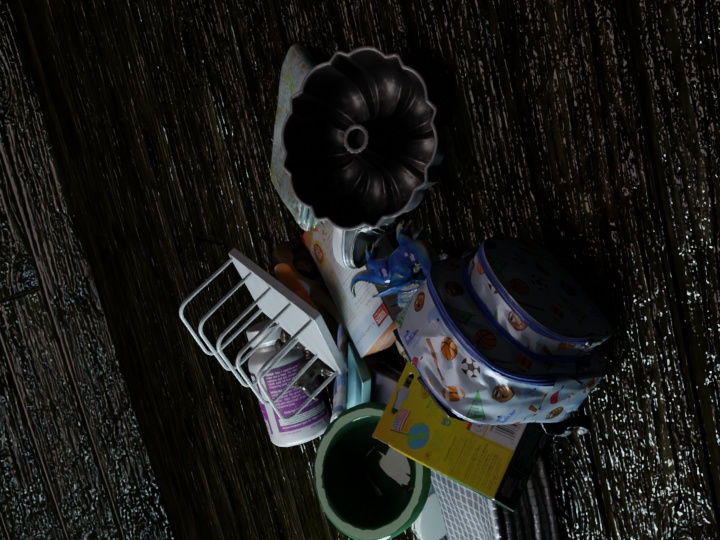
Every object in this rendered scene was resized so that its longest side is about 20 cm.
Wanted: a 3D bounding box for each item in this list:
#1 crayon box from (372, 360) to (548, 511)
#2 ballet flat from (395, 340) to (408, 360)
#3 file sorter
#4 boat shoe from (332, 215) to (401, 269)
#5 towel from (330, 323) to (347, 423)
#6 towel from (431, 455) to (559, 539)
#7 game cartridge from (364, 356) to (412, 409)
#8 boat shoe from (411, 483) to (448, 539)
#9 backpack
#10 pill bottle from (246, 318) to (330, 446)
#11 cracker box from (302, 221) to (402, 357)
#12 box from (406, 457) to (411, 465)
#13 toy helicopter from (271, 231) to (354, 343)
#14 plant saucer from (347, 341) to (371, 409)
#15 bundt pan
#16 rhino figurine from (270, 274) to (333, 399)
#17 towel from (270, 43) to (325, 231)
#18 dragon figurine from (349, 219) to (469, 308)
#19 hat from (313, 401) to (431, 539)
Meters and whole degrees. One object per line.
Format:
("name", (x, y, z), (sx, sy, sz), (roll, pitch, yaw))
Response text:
("crayon box", (0.116, 0.172, 1.091), (0.198, 0.128, 0.051), (19, 168, 47))
("ballet flat", (0.081, 0.080, 1.195), (0.068, 0.066, 0.200), (65, 154, 14))
("file sorter", (-0.140, 0.095, 1.352), (0.199, 0.124, 0.140), (34, 159, 37))
("boat shoe", (0.024, -0.080, 1.171), (0.066, 0.069, 0.203), (38, 119, 34))
("towel", (-0.031, 0.190, 1.427), (0.202, 0.023, 0.149), (-89, 1, -50))
("towel", (0.155, 0.281, 1.171), (0.165, 0.084, 0.204), (15, 121, 60))
("game cartridge", (0.067, 0.209, 1.353), (0.199, 0.038, 0.132), (22, 131, 57))
("boat shoe", (0.097, 0.340, 1.319), (0.064, 0.070, 0.202), (51, 159, 40))
("backpack", (0.136, 0.062, 0.937), (0.201, 0.188, 0.156), (50, 132, 34))
("pill bottle", (-0.127, 0.185, 1.628), (0.112, 0.111, 0.204), (1, 109, 62))
("cracker box", (0.000, 0.000, 1.309), (0.202, 0.057, 0.134), (64, 152, 15))
("box", (0.049, 0.253, 1.327), (0.083, 0.049, 0.200), (67, 154, 6))
("toy helicopter", (-0.054, 0.035, 1.383), (0.200, 0.132, 0.079), (46, 116, 10))
("plant saucer", (-0.002, 0.185, 1.413), (0.202, 0.019, 0.071), (90, 162, -53))
("bundt pan", (0.012, -0.145, 1.086), (0.199, 0.075, 0.206), (-1, 89, 28))
("rhino figurine", (-0.088, 0.101, 1.495), (0.060, 0.086, 0.204), (-30, 71, 63))
("towel", (-0.078, -0.179, 1.282), (0.172, 0.047, 0.203), (-123, 37, -52))
("dragon figurine", (0.048, 0.009, 1.155), (0.199, 0.058, 0.101), (-34, 53, 33))
("hat", (0.046, 0.265, 1.267), (0.199, 0.175, 0.167), (-38, 67, 24))
